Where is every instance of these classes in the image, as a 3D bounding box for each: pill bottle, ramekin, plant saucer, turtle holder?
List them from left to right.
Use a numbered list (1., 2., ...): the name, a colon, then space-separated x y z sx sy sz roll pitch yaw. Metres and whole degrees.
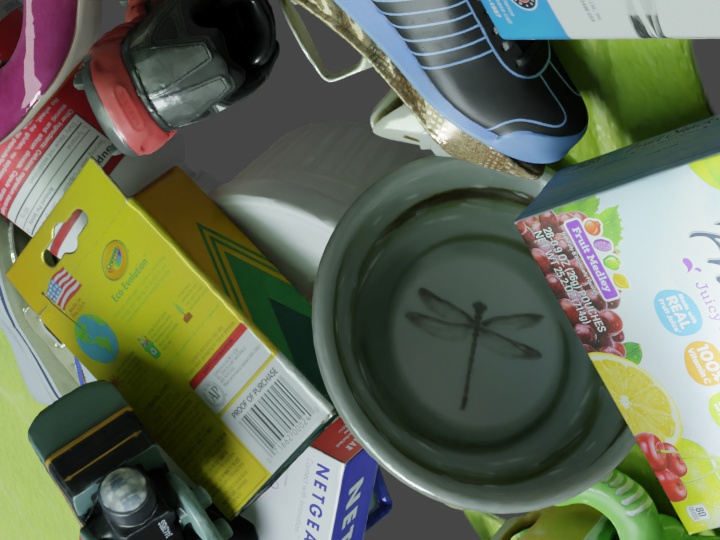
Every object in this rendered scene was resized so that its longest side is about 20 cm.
1. pill bottle: -0.182 -0.074 1.664 0.200 0.112 0.112 38 149 0
2. ramekin: 0.000 0.000 1.591 0.202 0.094 0.203 26 147 19
3. plant saucer: 0.064 0.036 1.459 0.200 0.200 0.050 40 156 -3
4. turtle holder: 0.136 0.201 1.664 0.131 0.141 0.186 19 159 29

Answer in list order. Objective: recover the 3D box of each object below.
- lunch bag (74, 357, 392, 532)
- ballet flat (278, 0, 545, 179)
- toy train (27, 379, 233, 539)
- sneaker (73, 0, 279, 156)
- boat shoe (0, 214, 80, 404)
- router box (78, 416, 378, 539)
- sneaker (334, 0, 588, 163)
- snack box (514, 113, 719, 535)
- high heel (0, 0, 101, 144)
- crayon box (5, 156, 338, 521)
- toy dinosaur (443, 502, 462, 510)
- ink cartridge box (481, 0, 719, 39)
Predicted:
1. lunch bag: -0.091 0.088 1.771 0.170 0.124 0.201 2 122 46
2. ballet flat: 0.016 -0.113 1.443 0.065 0.071 0.200 -41 94 19
3. toy train: -0.130 0.147 1.579 0.114 0.085 0.200 54 171 27
4. sneaker: -0.085 -0.130 1.452 0.098 0.201 0.071 -23 110 18
5. boat shoe: -0.221 0.019 1.890 0.062 0.072 0.200 -3 139 15
6. router box: -0.085 0.145 1.675 0.179 0.049 0.201 26 128 22
7. sneaker: 0.052 -0.137 1.378 0.200 0.070 0.078 40 137 -14
8. snack box: 0.200 0.022 1.373 0.168 0.068 0.200 -17 110 38
9. high heel: -0.190 -0.163 1.550 0.096 0.067 0.200 37 116 -3
10. crayon box: -0.101 0.031 1.554 0.200 0.051 0.127 47 132 4
11. toy dinosaur: 0.050 0.095 1.686 0.199 0.058 0.101 -20 122 26
12. ink cartridge box: 0.128 -0.184 1.220 0.200 0.084 0.146 4 136 42
